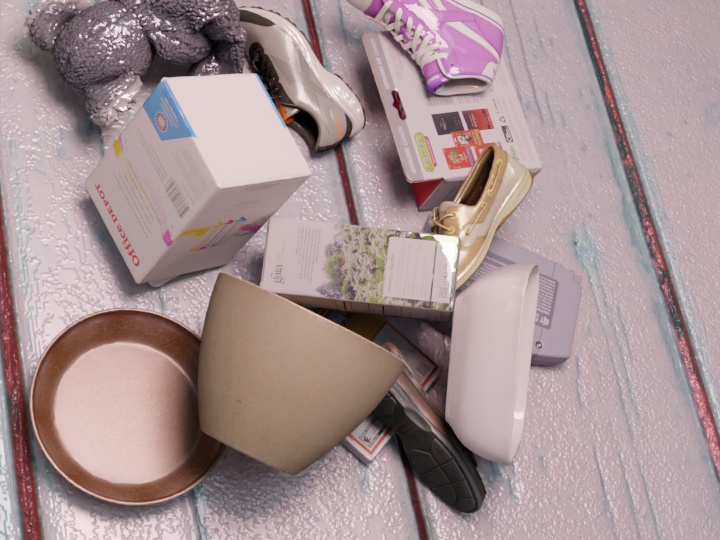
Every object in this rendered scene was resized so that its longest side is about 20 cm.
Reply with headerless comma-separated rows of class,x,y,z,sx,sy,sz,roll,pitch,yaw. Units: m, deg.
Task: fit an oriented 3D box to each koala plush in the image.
koala plush,-0.241,-0.254,1.433,0.200,0.184,0.178,-32,81,-19

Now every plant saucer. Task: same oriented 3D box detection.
plant saucer,-0.225,0.135,1.324,0.200,0.037,0.201,10,63,-20

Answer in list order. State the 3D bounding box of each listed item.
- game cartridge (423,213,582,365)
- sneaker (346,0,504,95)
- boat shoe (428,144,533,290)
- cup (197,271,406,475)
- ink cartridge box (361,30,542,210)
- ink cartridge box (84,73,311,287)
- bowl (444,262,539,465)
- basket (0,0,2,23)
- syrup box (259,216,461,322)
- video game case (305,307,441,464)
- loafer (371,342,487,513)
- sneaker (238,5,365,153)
game cartridge,0.152,0.028,1.534,0.200,0.040,0.134,23,56,-11
sneaker,0.067,-0.264,1.519,0.200,0.073,0.115,18,64,-12
boat shoe,0.109,-0.051,1.473,0.066,0.074,0.200,44,66,-22
cup,-0.076,0.109,1.289,0.200,0.200,0.144,27,83,-9
ink cartridge box,0.092,-0.180,1.577,0.175,0.084,0.200,-7,69,-24
ink cartridge box,-0.172,-0.086,1.365,0.125,0.200,0.129,-13,68,-45
bowl,0.136,0.091,1.400,0.074,0.200,0.201,5,95,12
basket,-0.450,-0.165,1.279,0.160,0.198,0.200,19,61,-9
syrup box,0.000,0.000,1.390,0.199,0.081,0.079,6,80,4
video game case,-0.026,0.090,1.440,0.200,0.017,0.143,42,58,-1
loafer,0.072,0.160,1.406,0.200,0.072,0.063,51,50,-10
sneaker,-0.084,-0.218,1.529,0.200,0.074,0.079,46,63,2
